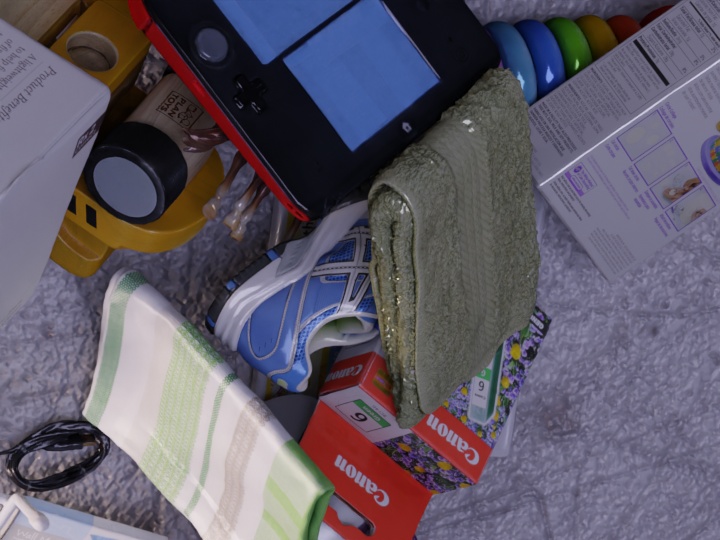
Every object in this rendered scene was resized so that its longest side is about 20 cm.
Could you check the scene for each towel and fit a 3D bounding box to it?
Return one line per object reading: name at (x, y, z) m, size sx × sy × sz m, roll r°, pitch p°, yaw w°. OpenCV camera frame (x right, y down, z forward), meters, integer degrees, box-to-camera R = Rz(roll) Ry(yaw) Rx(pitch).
towel at (0.061, -0.012, 1.535) m, size 0.148 × 0.036 × 0.200 m, roll -45°, pitch 143°, yaw -36°
towel at (-0.098, 0.109, 1.563) m, size 0.031 × 0.200 × 0.149 m, roll -28°, pitch 151°, yaw -30°

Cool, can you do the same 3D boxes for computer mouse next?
computer mouse at (-0.259, 0.115, 1.631) m, size 0.200 × 0.034 × 0.059 m, roll 3°, pitch 88°, yaw -21°

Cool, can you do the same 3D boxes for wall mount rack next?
wall mount rack at (-0.172, 0.187, 1.611) m, size 0.200 × 0.075 × 0.174 m, roll 18°, pitch 140°, yaw -19°

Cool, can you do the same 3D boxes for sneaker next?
sneaker at (0.000, 0.000, 1.584) m, size 0.200 × 0.076 × 0.077 m, roll -38°, pitch 76°, yaw -17°

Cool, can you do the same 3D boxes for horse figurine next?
horse figurine at (-0.046, -0.079, 1.537) m, size 0.050 × 0.200 × 0.133 m, roll 28°, pitch 87°, yaw 16°

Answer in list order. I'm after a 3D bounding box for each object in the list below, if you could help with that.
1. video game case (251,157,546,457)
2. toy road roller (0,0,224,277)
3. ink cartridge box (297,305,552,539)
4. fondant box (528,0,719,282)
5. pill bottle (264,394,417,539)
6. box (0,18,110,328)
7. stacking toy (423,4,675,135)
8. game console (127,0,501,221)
video game case at (0.024, 0.024, 1.682) m, size 0.182 × 0.023 × 0.200 m, roll 3°, pitch 105°, yaw -16°
toy road roller at (-0.176, -0.086, 1.543) m, size 0.200 × 0.123 × 0.146 m, roll 34°, pitch 136°, yaw 1°
ink cartridge box at (0.037, 0.081, 1.608) m, size 0.109 × 0.050 × 0.200 m, roll 41°, pitch 57°, yaw -22°
fondant box at (0.205, -0.096, 1.628) m, size 0.200 × 0.058 × 0.144 m, roll -34°, pitch 145°, yaw 6°
pill bottle at (-0.021, 0.182, 1.657) m, size 0.112 × 0.112 × 0.200 m, roll -29°, pitch 117°, yaw -6°
box at (-0.263, -0.022, 1.417) m, size 0.131 × 0.199 × 0.200 m, roll 33°, pitch 136°, yaw 5°
stacking toy at (0.137, -0.131, 1.639) m, size 0.200 × 0.085 × 0.085 m, roll -11°, pitch 108°, yaw -16°
game console at (-0.025, -0.144, 1.477) m, size 0.177 × 0.031 × 0.200 m, roll 50°, pitch 52°, yaw -1°
